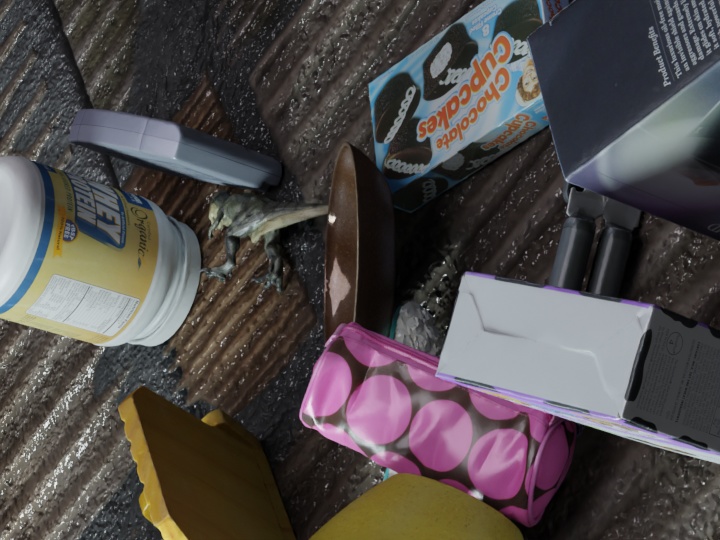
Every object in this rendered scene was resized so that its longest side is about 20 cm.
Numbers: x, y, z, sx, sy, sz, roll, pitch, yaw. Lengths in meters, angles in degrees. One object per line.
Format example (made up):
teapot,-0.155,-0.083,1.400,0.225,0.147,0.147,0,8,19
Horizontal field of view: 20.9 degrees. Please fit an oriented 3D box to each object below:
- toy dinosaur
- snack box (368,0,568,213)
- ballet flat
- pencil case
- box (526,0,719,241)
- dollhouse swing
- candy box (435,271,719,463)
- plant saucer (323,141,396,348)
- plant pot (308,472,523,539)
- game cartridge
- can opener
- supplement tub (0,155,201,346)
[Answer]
toy dinosaur,-0.090,-0.030,1.707,0.200,0.047,0.088,4,72,49
snack box,0.087,-0.140,1.531,0.200,0.037,0.116,-32,52,40
ballet flat,0.053,0.124,1.454,0.072,0.072,0.201,-11,68,49
pencil case,0.054,0.101,1.371,0.200,0.091,0.094,19,129,23
box,0.246,-0.123,1.188,0.198,0.200,0.124,-38,48,37
dollhouse swing,-0.148,0.222,1.563,0.182,0.176,0.200,-49,43,26
candy box,0.177,0.068,1.192,0.168,0.200,0.072,11,83,53
plant saucer,0.000,0.000,1.526,0.200,0.037,0.201,-178,90,-83
plant pot,0.038,0.224,1.332,0.200,0.200,0.142,3,61,52
game cartridge,-0.177,-0.112,1.777,0.200,0.133,0.041,12,89,53
can opener,0.163,-0.016,1.386,0.067,0.053,0.201,153,132,-84
supplement tub,-0.262,-0.012,1.786,0.145,0.200,0.145,-24,58,44
